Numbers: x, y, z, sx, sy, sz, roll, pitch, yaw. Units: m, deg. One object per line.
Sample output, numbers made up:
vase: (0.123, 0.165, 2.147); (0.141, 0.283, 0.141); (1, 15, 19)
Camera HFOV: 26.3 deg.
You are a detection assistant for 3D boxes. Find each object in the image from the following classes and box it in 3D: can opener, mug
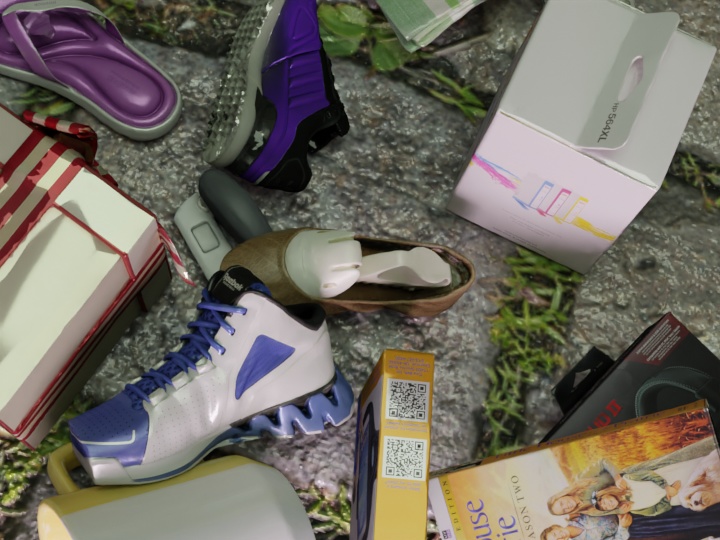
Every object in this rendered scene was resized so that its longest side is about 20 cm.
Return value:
can opener: (-0.070, 0.020, 1.111); (0.053, 0.067, 0.200); (-27, 76, -17)
mug: (-0.120, 0.177, 1.009); (0.153, 0.149, 0.187); (-20, 81, -24)

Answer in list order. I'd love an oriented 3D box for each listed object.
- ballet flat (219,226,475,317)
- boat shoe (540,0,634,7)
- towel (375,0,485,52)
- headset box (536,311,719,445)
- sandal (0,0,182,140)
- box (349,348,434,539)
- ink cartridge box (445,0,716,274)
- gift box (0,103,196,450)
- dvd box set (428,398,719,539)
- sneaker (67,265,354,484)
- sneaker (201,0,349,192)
ballet flat: (0.000, 0.000, 1.089); (0.199, 0.072, 0.068); (7, 71, -33)
boat shoe: (0.187, -0.217, 1.238); (0.071, 0.070, 0.201); (-12, 72, -13)
towel: (0.086, -0.279, 1.234); (0.200, 0.023, 0.153); (-32, 65, -2)
headset box: (0.224, 0.142, 1.109); (0.200, 0.077, 0.149); (45, 70, 7)
sandal: (-0.222, -0.173, 1.166); (0.202, 0.050, 0.083); (28, 68, 2)
box: (0.018, 0.165, 1.044); (0.041, 0.119, 0.201); (8, 68, -6)
ink cartridge box: (0.159, -0.108, 1.123); (0.125, 0.200, 0.129); (25, 68, 0)
gift box: (-0.223, 0.002, 1.038); (0.200, 0.185, 0.187); (35, 77, 1)
dvd box set: (0.158, 0.183, 1.042); (0.199, 0.029, 0.147); (-16, 90, 14)
sneaker: (-0.101, 0.060, 1.016); (0.199, 0.081, 0.116); (-15, 110, -25)
sneaker: (-0.051, -0.141, 1.178); (0.099, 0.070, 0.201); (27, 57, -21)
